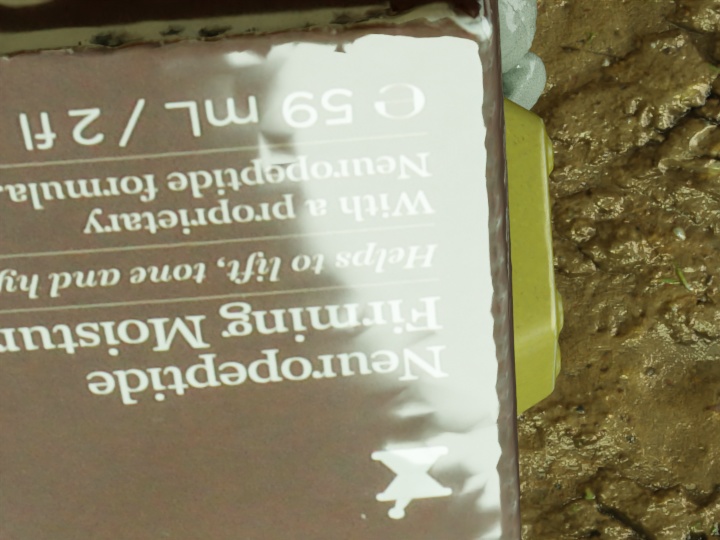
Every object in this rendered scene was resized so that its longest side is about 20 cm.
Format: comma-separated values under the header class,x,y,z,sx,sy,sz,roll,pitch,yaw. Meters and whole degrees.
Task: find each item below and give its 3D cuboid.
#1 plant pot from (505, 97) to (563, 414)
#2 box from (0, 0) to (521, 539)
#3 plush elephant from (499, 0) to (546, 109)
class,x,y,z,sx,sy,sz,roll,pitch,yaw
plant pot,0.000,0.000,1.308,0.194,0.199,0.197,79,9,-72
box,-0.049,-0.028,0.595,0.165,0.165,0.201,-92,177,-45
plush elephant,0.031,-0.160,1.439,0.165,0.154,0.201,96,-4,-55
